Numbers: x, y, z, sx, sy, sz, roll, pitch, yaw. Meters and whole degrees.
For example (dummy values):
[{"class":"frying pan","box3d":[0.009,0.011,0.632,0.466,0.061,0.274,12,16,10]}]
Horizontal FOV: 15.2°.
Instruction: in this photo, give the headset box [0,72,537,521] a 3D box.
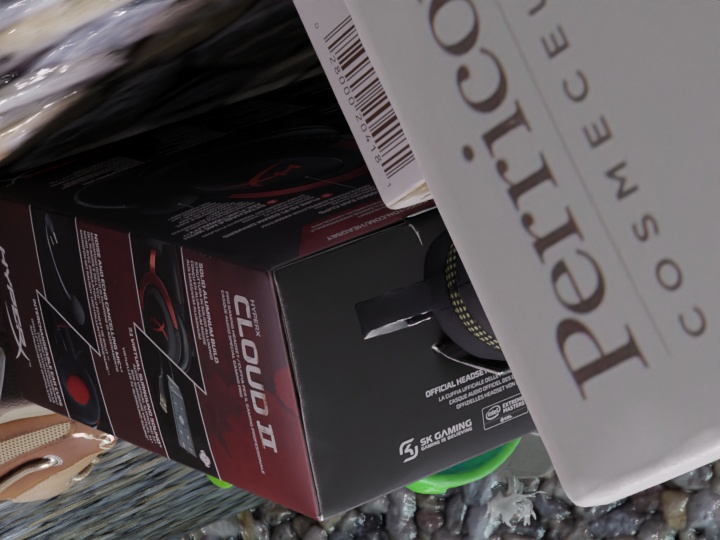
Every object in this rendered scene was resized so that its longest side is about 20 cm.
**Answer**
[{"class":"headset box","box3d":[0.000,0.000,0.788,0.148,0.075,0.200,-21,-161,-30]}]

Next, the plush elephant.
[{"class":"plush elephant","box3d":[0.135,0.075,2.016,0.164,0.155,0.200,13,133,1]}]

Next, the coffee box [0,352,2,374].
[{"class":"coffee box","box3d":[-0.195,0.070,0.705,0.114,0.080,0.200,23,146,-31]}]

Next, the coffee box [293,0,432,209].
[{"class":"coffee box","box3d":[0.077,-0.092,0.618,0.114,0.080,0.200,-21,173,-29]}]

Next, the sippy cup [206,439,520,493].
[{"class":"sippy cup","box3d":[-0.003,0.045,1.319,0.177,0.140,0.130,13,163,-36]}]

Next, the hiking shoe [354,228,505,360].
[{"class":"hiking shoe","box3d":[0.085,-0.015,0.684,0.100,0.076,0.200,-13,175,37]}]

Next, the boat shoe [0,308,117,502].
[{"class":"boat shoe","box3d":[-0.121,0.043,0.968,0.199,0.076,0.072,-17,140,16]}]

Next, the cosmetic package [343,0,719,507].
[{"class":"cosmetic package","box3d":[0.107,-0.091,0.353,0.165,0.165,0.200,-18,170,-41]}]
